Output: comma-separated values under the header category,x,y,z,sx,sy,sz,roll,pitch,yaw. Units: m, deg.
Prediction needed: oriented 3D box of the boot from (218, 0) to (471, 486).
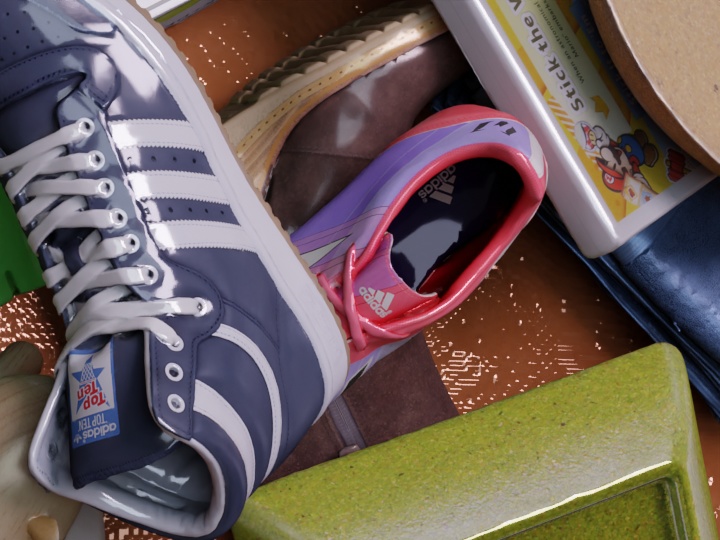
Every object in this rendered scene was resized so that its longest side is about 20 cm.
category,x,y,z,sx,sy,sz,roll,pitch,yaw
boot,0.000,0.000,0.840,0.200,0.072,0.167,-35,104,-6

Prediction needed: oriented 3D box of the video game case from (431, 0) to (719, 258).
category,x,y,z,sx,sy,sz,roll,pitch,yaw
video game case,0.094,-0.126,0.845,0.182,0.023,0.200,-32,92,-43

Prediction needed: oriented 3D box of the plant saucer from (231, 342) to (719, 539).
category,x,y,z,sx,sy,sz,roll,pitch,yaw
plant saucer,0.069,0.153,0.831,0.199,0.048,0.201,-18,105,-18

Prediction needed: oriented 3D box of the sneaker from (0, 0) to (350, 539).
category,x,y,z,sx,sy,sz,roll,pitch,yaw
sneaker,-0.084,-0.006,0.666,0.200,0.070,0.109,54,38,-18

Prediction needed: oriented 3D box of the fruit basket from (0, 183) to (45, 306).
category,x,y,z,sx,sy,sz,roll,pitch,yaw
fruit basket,-0.213,-0.067,0.751,0.215,0.155,0.216,-5,102,-24

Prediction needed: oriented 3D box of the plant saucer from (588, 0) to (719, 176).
category,x,y,z,sx,sy,sz,roll,pitch,yaw
plant saucer,0.153,-0.109,0.845,0.200,0.035,0.201,16,62,-32

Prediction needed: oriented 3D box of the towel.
category,x,y,z,sx,sy,sz,roll,pitch,yaw
towel,0.131,-0.037,0.895,0.200,0.049,0.112,45,66,-7

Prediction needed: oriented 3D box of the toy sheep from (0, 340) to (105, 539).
category,x,y,z,sx,sy,sz,roll,pitch,yaw
toy sheep,-0.155,0.103,0.737,0.138,0.200,0.138,26,36,-21

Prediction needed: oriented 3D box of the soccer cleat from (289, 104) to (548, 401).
category,x,y,z,sx,sy,sz,roll,pitch,yaw
soccer cleat,-0.013,0.017,0.762,0.200,0.076,0.067,-43,102,1

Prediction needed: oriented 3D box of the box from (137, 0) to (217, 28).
category,x,y,z,sx,sy,sz,roll,pitch,yaw
box,-0.118,-0.186,0.827,0.116,0.060,0.200,-28,93,-18
